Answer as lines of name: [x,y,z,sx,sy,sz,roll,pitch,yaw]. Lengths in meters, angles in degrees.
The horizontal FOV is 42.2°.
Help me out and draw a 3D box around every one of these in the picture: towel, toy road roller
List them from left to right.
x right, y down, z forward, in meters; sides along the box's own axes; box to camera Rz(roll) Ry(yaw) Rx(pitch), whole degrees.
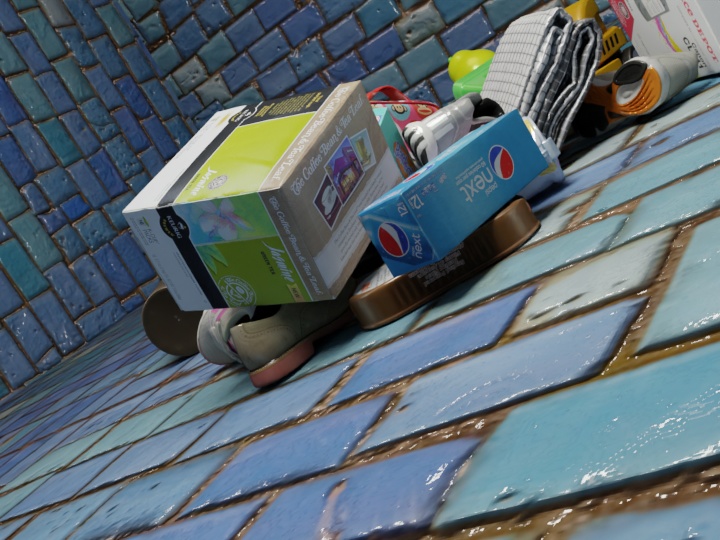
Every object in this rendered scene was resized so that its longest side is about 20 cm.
towel: [0.206,-0.204,1.119,0.166,0.085,0.201,-126,54,-75]
toy road roller: [0.293,-0.279,1.276,0.123,0.147,0.200,-23,12,47]

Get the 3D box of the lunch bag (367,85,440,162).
lunch bag: [0.041,-0.158,1.237,0.199,0.177,0.082,-5,-10,-40]

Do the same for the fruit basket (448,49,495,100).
fruit basket: [0.244,-0.326,1.678,0.214,0.156,0.216,-21,22,9]

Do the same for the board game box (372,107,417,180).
board game box: [-0.034,-0.110,1.086,0.199,0.152,0.045,-1,50,28]

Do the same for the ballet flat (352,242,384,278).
ballet flat: [0.000,0.000,1.120,0.199,0.057,0.067,-28,-18,-9]

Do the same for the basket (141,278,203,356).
basket: [-0.258,0.044,1.475,0.180,0.136,0.200,-33,11,15]

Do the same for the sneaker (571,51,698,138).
sneaker: [0.318,-0.209,1.099,0.092,0.076,0.200,-20,8,-19]

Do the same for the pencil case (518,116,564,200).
pencil case: [0.117,-0.084,1.001,0.199,0.083,0.091,-30,-9,7]

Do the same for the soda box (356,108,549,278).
soda box: [0.090,-0.074,0.860,0.064,0.068,0.200,-22,12,49]

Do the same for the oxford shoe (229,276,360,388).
oxford shoe: [-0.061,0.039,0.963,0.070,0.075,0.200,-26,11,34]

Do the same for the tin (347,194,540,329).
tin: [0.077,-0.010,0.897,0.199,0.042,0.112,-31,4,8]

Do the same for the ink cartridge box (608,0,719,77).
ink cartridge box: [0.385,-0.304,1.090,0.085,0.148,0.200,-32,8,-1]

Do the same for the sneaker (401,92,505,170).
sneaker: [0.121,-0.143,1.086,0.115,0.075,0.200,-36,-15,2]

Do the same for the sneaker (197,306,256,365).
sneaker: [-0.137,0.065,1.067,0.200,0.081,0.089,-42,20,46]

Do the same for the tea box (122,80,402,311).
tea box: [-0.091,-0.075,0.951,0.196,0.134,0.200,-6,35,32]
